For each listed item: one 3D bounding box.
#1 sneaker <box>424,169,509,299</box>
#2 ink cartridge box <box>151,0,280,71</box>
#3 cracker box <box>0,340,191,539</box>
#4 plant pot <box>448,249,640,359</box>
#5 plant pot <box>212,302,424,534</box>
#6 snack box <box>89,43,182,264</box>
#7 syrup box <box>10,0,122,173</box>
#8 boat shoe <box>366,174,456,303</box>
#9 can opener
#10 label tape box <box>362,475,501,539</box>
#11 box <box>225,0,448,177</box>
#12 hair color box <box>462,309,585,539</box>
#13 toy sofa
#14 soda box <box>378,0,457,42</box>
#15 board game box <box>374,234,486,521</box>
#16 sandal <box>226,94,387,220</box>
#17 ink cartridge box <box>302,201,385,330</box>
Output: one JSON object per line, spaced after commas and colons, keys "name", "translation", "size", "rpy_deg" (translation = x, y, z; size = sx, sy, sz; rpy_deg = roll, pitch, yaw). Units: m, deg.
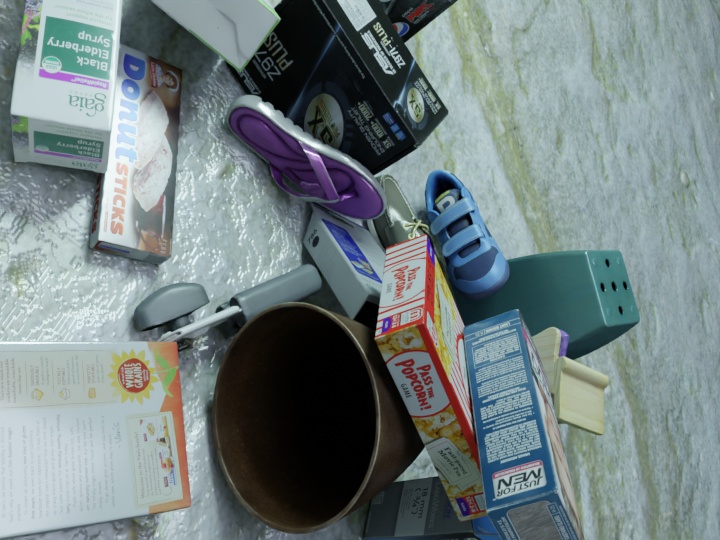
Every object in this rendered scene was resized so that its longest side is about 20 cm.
{"name": "sneaker", "translation": [0.122, -0.047, 0.921], "size": [0.083, 0.073, 0.202], "rpy_deg": [53, 12, -40]}
{"name": "ink cartridge box", "translation": [-0.156, -0.287, 0.763], "size": [0.116, 0.068, 0.201], "rpy_deg": [35, 15, -28]}
{"name": "cracker box", "translation": [-0.232, 0.126, 0.569], "size": [0.197, 0.057, 0.138], "rpy_deg": [6, 68, -43]}
{"name": "plant pot", "translation": [0.235, 0.050, 0.944], "size": [0.139, 0.198, 0.145], "rpy_deg": [-2, 75, -43]}
{"name": "plant pot", "translation": [-0.008, 0.132, 0.715], "size": [0.198, 0.183, 0.192], "rpy_deg": [10, 66, -56]}
{"name": "snack box", "translation": [-0.210, -0.111, 0.709], "size": [0.071, 0.024, 0.206], "rpy_deg": [15, 64, -37]}
{"name": "syrup box", "translation": [-0.251, -0.196, 0.653], "size": [0.077, 0.081, 0.206], "rpy_deg": [6, 67, -21]}
{"name": "boat shoe", "translation": [0.063, -0.026, 0.909], "size": [0.071, 0.060, 0.207], "rpy_deg": [-15, 84, -46]}
{"name": "can opener", "translation": [-0.118, 0.029, 0.720], "size": [0.197, 0.052, 0.068], "rpy_deg": [-19, 85, -46]}
{"name": "label tape box", "translation": [0.119, 0.262, 0.747], "size": [0.143, 0.198, 0.065], "rpy_deg": [36, 53, -27]}
{"name": "box", "translation": [-0.027, -0.203, 0.822], "size": [0.202, 0.162, 0.086], "rpy_deg": [54, 46, -13]}
{"name": "hair color box", "translation": [0.138, 0.142, 0.644], "size": [0.202, 0.059, 0.101], "rpy_deg": [-87, 153, -52]}
{"name": "toy sofa", "translation": [0.177, 0.136, 0.856], "size": [0.082, 0.198, 0.100], "rpy_deg": [24, 63, -33]}
{"name": "soda box", "translation": [0.063, -0.349, 0.941], "size": [0.070, 0.198, 0.065], "rpy_deg": [2, 69, -42]}
{"name": "board game box", "translation": [0.074, 0.093, 0.674], "size": [0.153, 0.045, 0.203], "rpy_deg": [-79, 148, -60]}
{"name": "sandal", "translation": [-0.064, -0.106, 0.809], "size": [0.200, 0.082, 0.051], "rpy_deg": [33, 53, -10]}
{"name": "ink cartridge box", "translation": [0.000, 0.000, 0.809], "size": [0.098, 0.040, 0.201], "rpy_deg": [24, 20, -34]}
